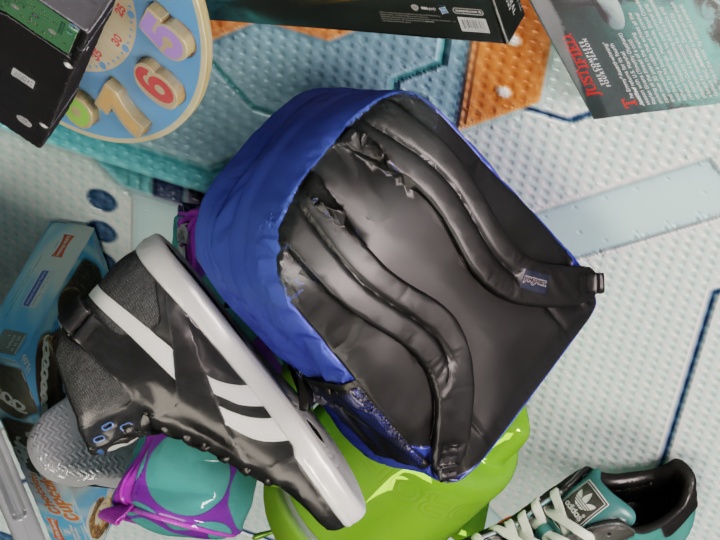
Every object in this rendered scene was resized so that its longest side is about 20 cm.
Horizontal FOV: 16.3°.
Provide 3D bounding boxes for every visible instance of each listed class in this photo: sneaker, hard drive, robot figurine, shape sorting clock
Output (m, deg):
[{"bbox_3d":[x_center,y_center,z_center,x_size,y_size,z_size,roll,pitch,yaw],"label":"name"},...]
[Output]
[{"bbox_3d":[-0.137,0.125,1.627,0.199,0.076,0.114,-7,151,-37],"label":"sneaker"},{"bbox_3d":[-0.095,0.089,1.434,0.112,0.073,0.200,-38,91,4],"label":"sneaker"},{"bbox_3d":[0.122,0.162,1.556,0.071,0.199,0.080,53,147,35],"label":"sneaker"},{"bbox_3d":[-0.204,-0.143,1.321,0.139,0.038,0.200,33,161,-3],"label":"hard drive"},{"bbox_3d":[0.018,0.121,1.562,0.175,0.116,0.200,18,133,-33],"label":"robot figurine"},{"bbox_3d":[-0.165,-0.155,1.384,0.199,0.039,0.201,26,136,27],"label":"shape sorting clock"}]

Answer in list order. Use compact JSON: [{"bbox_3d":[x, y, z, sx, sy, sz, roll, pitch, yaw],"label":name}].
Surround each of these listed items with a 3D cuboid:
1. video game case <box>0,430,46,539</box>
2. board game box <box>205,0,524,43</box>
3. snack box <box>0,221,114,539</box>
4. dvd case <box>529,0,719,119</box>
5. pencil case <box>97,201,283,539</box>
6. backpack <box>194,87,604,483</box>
[{"bbox_3d":[-0.258,0.060,1.611,0.022,0.200,0.182,-23,145,-10],"label":"video game case"},{"bbox_3d":[-0.023,-0.182,1.301,0.199,0.028,0.136,8,140,30],"label":"board game box"},{"bbox_3d":[-0.187,0.079,1.643,0.037,0.117,0.201,10,141,21],"label":"snack box"},{"bbox_3d":[0.178,-0.144,1.263,0.199,0.022,0.146,-7,133,33],"label":"dvd case"},{"bbox_3d":[-0.092,0.060,1.507,0.092,0.201,0.085,16,173,-39],"label":"pencil case"},{"bbox_3d":[0.000,0.000,1.414,0.167,0.163,0.200,8,147,51],"label":"backpack"}]
